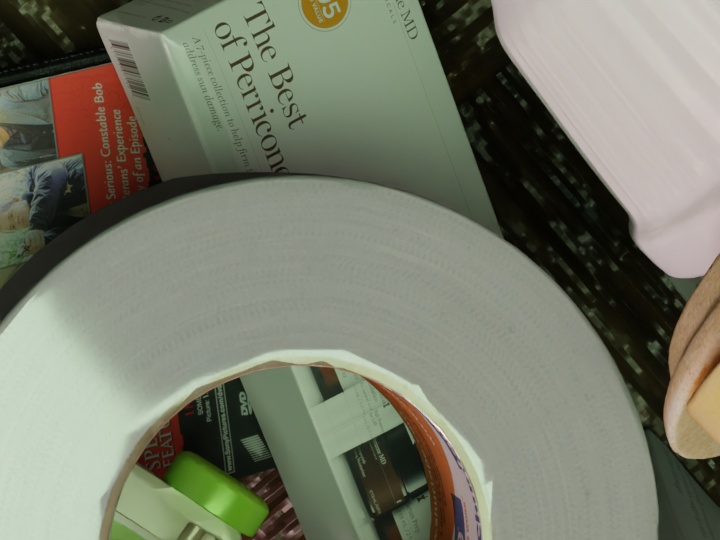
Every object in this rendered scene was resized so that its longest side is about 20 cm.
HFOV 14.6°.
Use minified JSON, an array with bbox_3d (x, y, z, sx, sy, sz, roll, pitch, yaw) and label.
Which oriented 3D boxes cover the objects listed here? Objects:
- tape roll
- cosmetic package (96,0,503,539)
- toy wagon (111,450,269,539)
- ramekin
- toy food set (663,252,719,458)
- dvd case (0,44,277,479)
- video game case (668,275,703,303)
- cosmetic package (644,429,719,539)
[{"bbox_3d":[-0.023,0.073,0.764,0.199,0.066,0.202,-1,94,-12],"label":"tape roll"},{"bbox_3d":[0.000,0.000,0.838,0.082,0.051,0.201,-30,112,-22],"label":"cosmetic package"},{"bbox_3d":[-0.090,0.118,0.812,0.199,0.040,0.156,34,87,-17],"label":"toy wagon"},{"bbox_3d":[0.120,-0.101,0.754,0.094,0.202,0.202,42,103,-5],"label":"ramekin"},{"bbox_3d":[0.158,-0.014,0.689,0.198,0.200,0.049,-36,71,-5],"label":"toy food set"},{"bbox_3d":[-0.117,0.015,0.828,0.199,0.022,0.147,-16,112,-24],"label":"dvd case"},{"bbox_3d":[0.213,-0.013,0.827,0.181,0.036,0.200,-47,132,12],"label":"video game case"},{"bbox_3d":[0.046,0.156,0.882,0.200,0.113,0.081,-42,107,10],"label":"cosmetic package"}]
